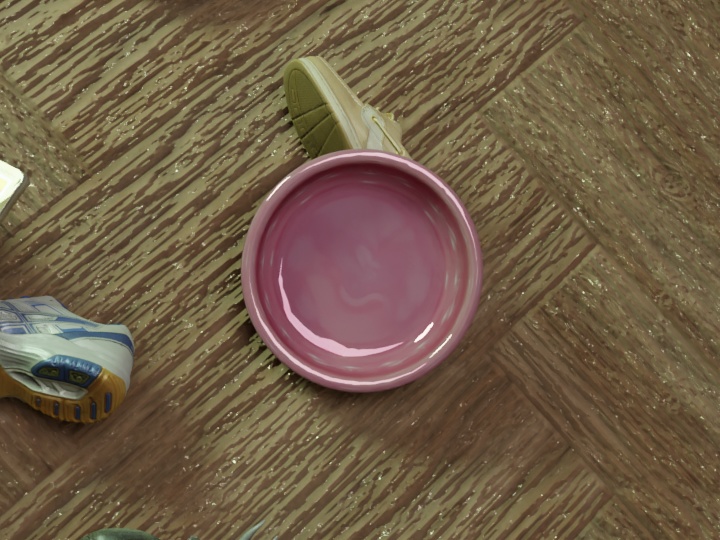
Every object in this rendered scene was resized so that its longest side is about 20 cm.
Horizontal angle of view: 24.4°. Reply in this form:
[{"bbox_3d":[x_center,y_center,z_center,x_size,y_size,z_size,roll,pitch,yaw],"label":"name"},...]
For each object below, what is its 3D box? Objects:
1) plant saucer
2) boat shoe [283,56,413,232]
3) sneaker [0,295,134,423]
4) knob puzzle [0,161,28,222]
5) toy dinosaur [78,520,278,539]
[{"bbox_3d":[0.000,0.000,1.387,0.200,0.051,0.201,0,91,-6],"label":"plant saucer"},{"bbox_3d":[0.007,-0.105,1.455,0.069,0.074,0.200,-33,94,-31],"label":"boat shoe"},{"bbox_3d":[-0.273,0.055,1.293,0.200,0.075,0.088,19,35,-5],"label":"sneaker"},{"bbox_3d":[-0.378,-0.032,1.251,0.219,0.030,0.220,-3,65,7],"label":"knob puzzle"},{"bbox_3d":[-0.168,0.236,1.263,0.200,0.077,0.102,12,54,-11],"label":"toy dinosaur"}]
